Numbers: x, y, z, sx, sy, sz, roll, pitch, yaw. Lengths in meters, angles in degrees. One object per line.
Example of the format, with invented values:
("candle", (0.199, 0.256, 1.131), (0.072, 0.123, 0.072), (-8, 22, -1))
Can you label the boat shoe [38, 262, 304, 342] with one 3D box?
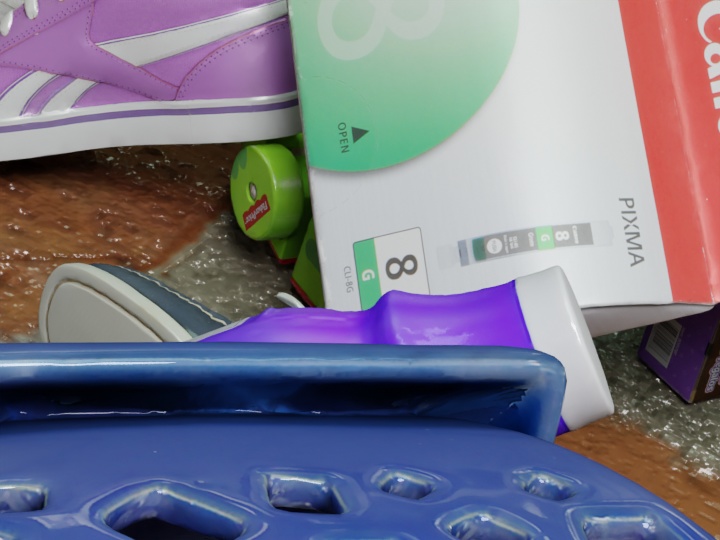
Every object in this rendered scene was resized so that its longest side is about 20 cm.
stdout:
("boat shoe", (-0.027, 0.059, 0.656), (0.200, 0.075, 0.062), (34, 39, 25))

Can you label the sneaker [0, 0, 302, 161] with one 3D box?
("sneaker", (-0.119, -0.108, 0.794), (0.200, 0.115, 0.073), (-5, 20, 8))

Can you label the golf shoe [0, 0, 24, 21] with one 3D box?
("golf shoe", (-0.167, -0.133, 0.905), (0.200, 0.073, 0.092), (35, 79, 8))

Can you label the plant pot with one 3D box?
("plant pot", (-0.025, 0.123, 0.457), (0.199, 0.201, 0.180), (1, 30, -19))

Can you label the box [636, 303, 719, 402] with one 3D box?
("box", (0.201, -0.046, 0.786), (0.136, 0.201, 0.039), (-11, 39, -33))

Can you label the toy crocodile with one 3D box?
("toy crocodile", (0.000, 0.000, 0.776), (0.067, 0.062, 0.200), (-8, 44, -32))

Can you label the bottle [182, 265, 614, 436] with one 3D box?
("bottle", (-0.025, 0.054, 0.576), (0.199, 0.084, 0.065), (-22, 3, 8))

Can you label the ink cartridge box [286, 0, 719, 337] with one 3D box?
("ink cartridge box", (0.077, -0.059, 0.684), (0.199, 0.050, 0.162), (-14, 71, 18))
